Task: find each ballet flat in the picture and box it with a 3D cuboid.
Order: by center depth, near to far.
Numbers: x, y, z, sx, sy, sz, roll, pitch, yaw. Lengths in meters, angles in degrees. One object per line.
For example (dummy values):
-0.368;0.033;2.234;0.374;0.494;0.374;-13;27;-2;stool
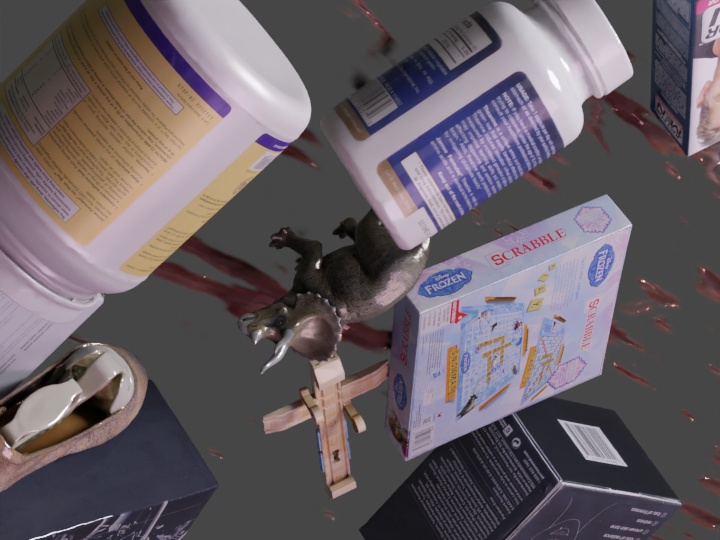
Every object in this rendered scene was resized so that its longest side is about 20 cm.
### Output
-0.198;0.091;1.449;0.067;0.068;0.200;-48;175;38;ballet flat

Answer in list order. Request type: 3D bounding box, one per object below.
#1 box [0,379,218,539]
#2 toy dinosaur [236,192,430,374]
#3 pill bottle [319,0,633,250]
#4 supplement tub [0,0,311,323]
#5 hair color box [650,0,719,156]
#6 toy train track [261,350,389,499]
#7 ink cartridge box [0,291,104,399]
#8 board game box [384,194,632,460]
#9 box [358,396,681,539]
-0.236;0.190;1.526;0.199;0.104;0.182;-13;147;-43;box
0.000;0.000;1.525;0.199;0.103;0.077;-29;147;-6;toy dinosaur
0.081;-0.112;1.444;0.199;0.111;0.111;-34;147;1;pill bottle
-0.144;-0.079;1.267;0.200;0.146;0.145;-41;146;12;supplement tub
0.270;-0.183;1.556;0.100;0.061;0.201;-25;146;-11;hair color box
-0.019;0.137;1.743;0.114;0.033;0.201;-24;146;-13;toy train track
-0.300;0.046;1.386;0.199;0.041;0.200;-43;147;15;ink cartridge box
0.118;0.049;1.735;0.198;0.041;0.201;-21;145;-20;board game box
0.144;0.221;1.902;0.199;0.124;0.197;15;122;-49;box
